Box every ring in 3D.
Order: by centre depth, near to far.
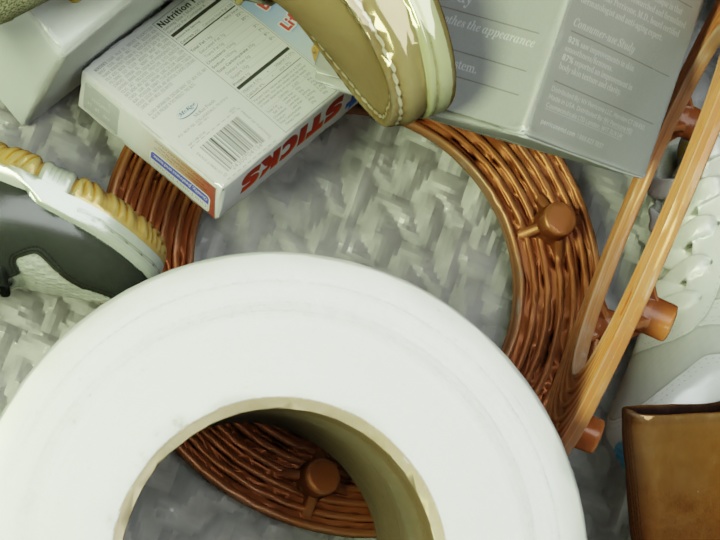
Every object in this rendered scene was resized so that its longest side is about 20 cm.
[{"bbox_3d":[0.107,-0.021,0.917,0.019,0.201,0.201,23,70,1],"label":"ring"},{"bbox_3d":[0.000,0.000,0.997,0.200,0.019,0.201,5,75,-17],"label":"ring"}]

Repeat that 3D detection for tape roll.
[{"bbox_3d":[-0.034,0.100,0.881,0.202,0.139,0.204,1,85,-8],"label":"tape roll"}]

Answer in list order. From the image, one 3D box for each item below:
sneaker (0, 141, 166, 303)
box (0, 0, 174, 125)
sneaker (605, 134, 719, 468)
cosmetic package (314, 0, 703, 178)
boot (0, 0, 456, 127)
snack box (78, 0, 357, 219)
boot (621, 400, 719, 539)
[{"bbox_3d":[-0.171,-0.006,0.926,0.199,0.076,0.088,14,73,0],"label":"sneaker"},{"bbox_3d":[-0.084,-0.170,0.978,0.200,0.097,0.124,-41,90,-20],"label":"box"},{"bbox_3d":[0.140,-0.007,1.017,0.081,0.076,0.200,43,58,-14],"label":"sneaker"},{"bbox_3d":[0.073,-0.144,0.941,0.090,0.107,0.201,13,94,-50],"label":"cosmetic package"},{"bbox_3d":[-0.075,-0.105,0.877,0.154,0.072,0.200,-33,83,-20],"label":"boot"},{"bbox_3d":[-0.013,-0.101,0.999,0.072,0.024,0.200,39,58,16],"label":"snack box"},{"bbox_3d":[0.106,0.148,0.930,0.188,0.068,0.201,-5,102,-19],"label":"boot"}]
